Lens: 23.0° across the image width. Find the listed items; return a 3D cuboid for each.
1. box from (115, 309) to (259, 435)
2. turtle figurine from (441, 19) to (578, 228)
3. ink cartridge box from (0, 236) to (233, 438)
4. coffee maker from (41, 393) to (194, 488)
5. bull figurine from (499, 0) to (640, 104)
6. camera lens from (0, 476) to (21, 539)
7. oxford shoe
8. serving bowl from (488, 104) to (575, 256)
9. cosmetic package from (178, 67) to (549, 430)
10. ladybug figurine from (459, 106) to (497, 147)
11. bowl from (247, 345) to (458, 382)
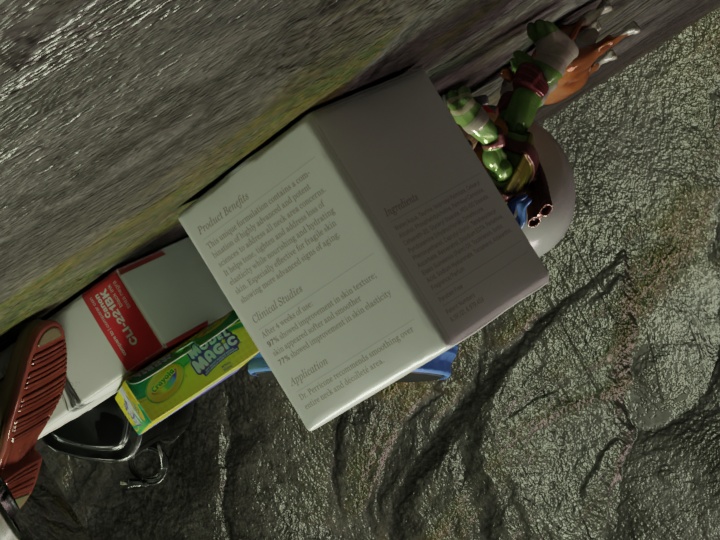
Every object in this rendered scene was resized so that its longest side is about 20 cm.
[{"bbox_3d":[-0.151,0.089,1.548,0.117,0.048,0.200,-33,176,-13],"label":"box"},{"bbox_3d":[0.096,-0.137,1.575,0.194,0.199,0.144,-56,145,-24],"label":"turtle figurine"},{"bbox_3d":[-0.228,0.064,1.592,0.200,0.084,0.144,-34,178,28],"label":"ink cartridge box"},{"bbox_3d":[-0.255,0.152,1.929,0.134,0.193,0.200,-15,-179,13],"label":"coffee maker"},{"bbox_3d":[0.210,-0.216,1.825,0.121,0.065,0.200,-36,-179,-7],"label":"bull figurine"},{"bbox_3d":[-0.388,0.204,1.430,0.200,0.160,0.160,-31,179,-12],"label":"camera lens"},{"bbox_3d":[-0.309,0.120,1.525,0.070,0.075,0.201,-23,139,-59],"label":"oxford shoe"},{"bbox_3d":[0.136,-0.104,1.879,0.200,0.200,0.066,-31,155,-26],"label":"serving bowl"},{"bbox_3d":[0.004,-0.018,1.372,0.167,0.200,0.166,-32,178,39],"label":"cosmetic package"},{"bbox_3d":[0.062,-0.118,1.762,0.200,0.072,0.136,-30,174,-37],"label":"ladybug figurine"},{"bbox_3d":[-0.010,0.079,1.627,0.200,0.040,0.201,1,173,0],"label":"bowl"}]
